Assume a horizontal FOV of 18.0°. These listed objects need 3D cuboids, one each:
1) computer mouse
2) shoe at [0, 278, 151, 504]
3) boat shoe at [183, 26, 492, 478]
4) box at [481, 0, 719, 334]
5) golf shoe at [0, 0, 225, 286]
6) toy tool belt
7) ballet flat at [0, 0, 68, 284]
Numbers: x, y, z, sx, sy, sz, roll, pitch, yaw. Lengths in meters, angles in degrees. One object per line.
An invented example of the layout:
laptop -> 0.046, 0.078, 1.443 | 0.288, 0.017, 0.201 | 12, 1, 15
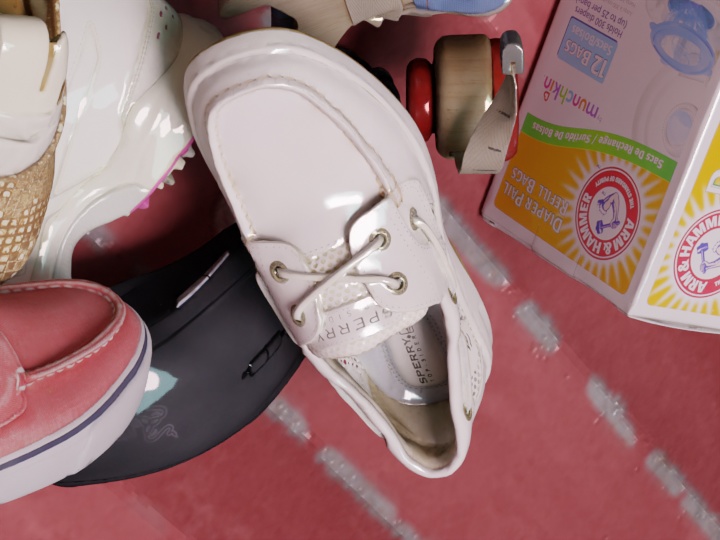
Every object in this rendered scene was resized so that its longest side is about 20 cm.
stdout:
computer mouse -> -0.043, -0.003, 0.852 | 0.200, 0.046, 0.141 | -27, 126, -41
shoe -> -0.134, 0.023, 0.684 | 0.200, 0.071, 0.091 | -26, 135, -46
boat shoe -> 0.000, 0.000, 0.804 | 0.071, 0.069, 0.200 | -19, 133, 17
box -> 0.148, -0.084, 0.928 | 0.101, 0.112, 0.200 | 9, 109, -36
golf shoe -> -0.133, -0.023, 0.803 | 0.091, 0.075, 0.200 | 38, 84, -29
toy tool belt -> -0.006, -0.132, 0.813 | 0.123, 0.125, 0.200 | -2, 115, 1
ballet flat -> -0.124, -0.093, 0.726 | 0.070, 0.065, 0.200 | -8, 95, -33
